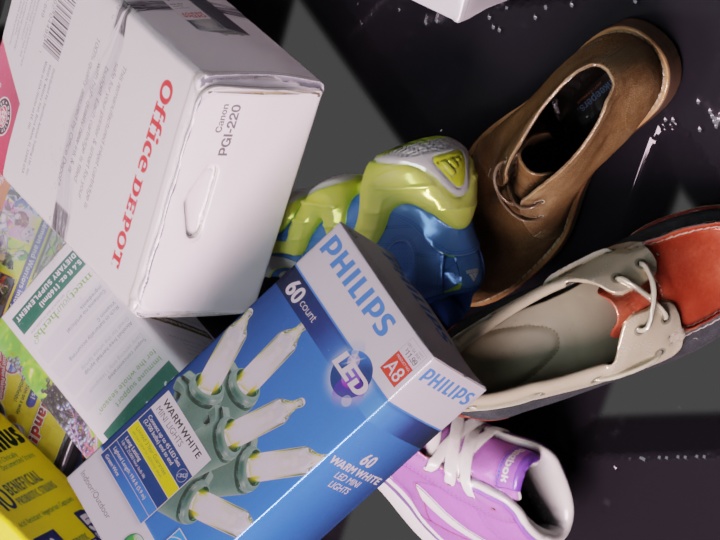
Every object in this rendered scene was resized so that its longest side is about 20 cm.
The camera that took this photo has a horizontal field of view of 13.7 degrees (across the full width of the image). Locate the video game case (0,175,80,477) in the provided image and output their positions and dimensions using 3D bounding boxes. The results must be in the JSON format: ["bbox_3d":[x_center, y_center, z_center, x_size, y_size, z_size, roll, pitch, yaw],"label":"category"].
[{"bbox_3d":[-0.227,0.023,1.760,0.181,0.025,0.200,24,98,12],"label":"video game case"}]

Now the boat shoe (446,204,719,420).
[{"bbox_3d":[0.126,0.022,1.541,0.200,0.063,0.071,-23,87,5],"label":"boat shoe"}]

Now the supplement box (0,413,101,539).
[{"bbox_3d":[-0.249,0.133,1.702,0.200,0.109,0.110,43,105,7],"label":"supplement box"}]

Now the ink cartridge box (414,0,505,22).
[{"bbox_3d":[0.011,-0.253,1.549,0.200,0.084,0.176,29,120,21],"label":"ink cartridge box"}]

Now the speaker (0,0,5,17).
[{"bbox_3d":[-0.231,-0.208,1.719,0.081,0.081,0.200,30,119,20],"label":"speaker"}]

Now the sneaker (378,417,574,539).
[{"bbox_3d":[0.037,0.083,1.604,0.200,0.073,0.114,38,157,-28],"label":"sneaker"}]

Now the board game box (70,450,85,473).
[{"bbox_3d":[-0.224,0.090,1.795,0.135,0.034,0.200,15,98,13],"label":"board game box"}]

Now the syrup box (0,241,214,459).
[{"bbox_3d":[-0.108,0.078,1.645,0.079,0.081,0.200,-48,58,11],"label":"syrup box"}]

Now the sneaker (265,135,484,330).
[{"bbox_3d":[0.000,0.000,1.617,0.200,0.076,0.105,-25,79,58],"label":"sneaker"}]

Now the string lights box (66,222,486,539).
[{"bbox_3d":[-0.044,0.083,1.524,0.200,0.059,0.103,-43,55,12],"label":"string lights box"}]

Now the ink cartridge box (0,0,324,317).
[{"bbox_3d":[-0.119,-0.084,1.639,0.200,0.085,0.146,44,125,46],"label":"ink cartridge box"}]

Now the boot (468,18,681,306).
[{"bbox_3d":[0.086,-0.050,1.579,0.074,0.075,0.200,44,125,9],"label":"boot"}]
